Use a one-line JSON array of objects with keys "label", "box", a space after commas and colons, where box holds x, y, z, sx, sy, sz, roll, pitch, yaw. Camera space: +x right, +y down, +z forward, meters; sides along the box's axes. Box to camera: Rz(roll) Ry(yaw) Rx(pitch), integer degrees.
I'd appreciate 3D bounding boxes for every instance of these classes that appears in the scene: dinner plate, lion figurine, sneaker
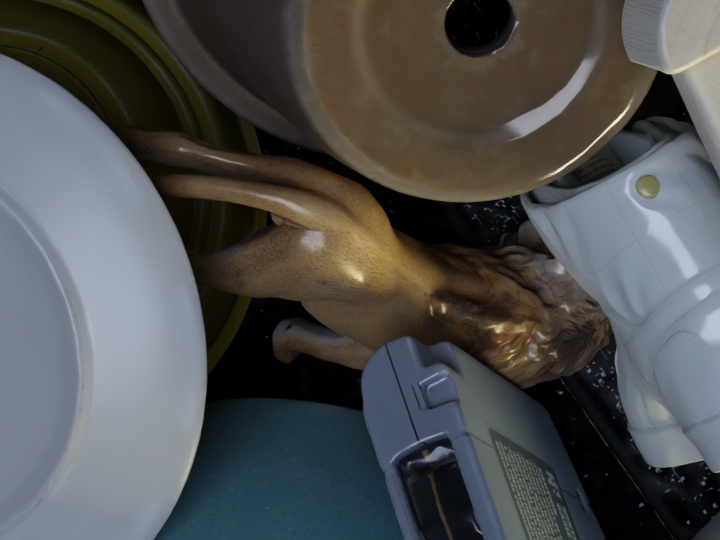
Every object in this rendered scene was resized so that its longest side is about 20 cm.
[{"label": "dinner plate", "box": [-0.144, 0.024, 0.718, 0.199, 0.024, 0.201, 5, 104, 23]}, {"label": "lion figurine", "box": [0.000, 0.000, 0.755, 0.122, 0.200, 0.073, 6, 85, 34]}, {"label": "sneaker", "box": [0.105, 0.003, 0.725, 0.074, 0.200, 0.116, -30, 86, -2]}]

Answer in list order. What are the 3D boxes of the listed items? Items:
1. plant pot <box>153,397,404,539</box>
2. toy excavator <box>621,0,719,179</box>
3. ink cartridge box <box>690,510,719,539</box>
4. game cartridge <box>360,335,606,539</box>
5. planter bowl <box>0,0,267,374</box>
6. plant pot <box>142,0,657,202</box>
[{"label": "plant pot", "box": [-0.029, 0.124, 0.794, 0.199, 0.200, 0.135, 2, 70, 12]}, {"label": "toy excavator", "box": [0.175, -0.003, 0.621, 0.199, 0.100, 0.195, -4, 103, -12]}, {"label": "ink cartridge box", "box": [0.223, 0.101, 0.769, 0.145, 0.084, 0.200, 41, 109, -1]}, {"label": "game cartridge", "box": [0.065, 0.128, 0.727, 0.041, 0.133, 0.201, -25, 63, 12]}, {"label": "planter bowl", "box": [-0.131, -0.028, 0.778, 0.199, 0.083, 0.201, 0, 84, -5]}, {"label": "plant pot", "box": [0.023, -0.104, 0.687, 0.199, 0.175, 0.201, -4, 117, -7]}]
